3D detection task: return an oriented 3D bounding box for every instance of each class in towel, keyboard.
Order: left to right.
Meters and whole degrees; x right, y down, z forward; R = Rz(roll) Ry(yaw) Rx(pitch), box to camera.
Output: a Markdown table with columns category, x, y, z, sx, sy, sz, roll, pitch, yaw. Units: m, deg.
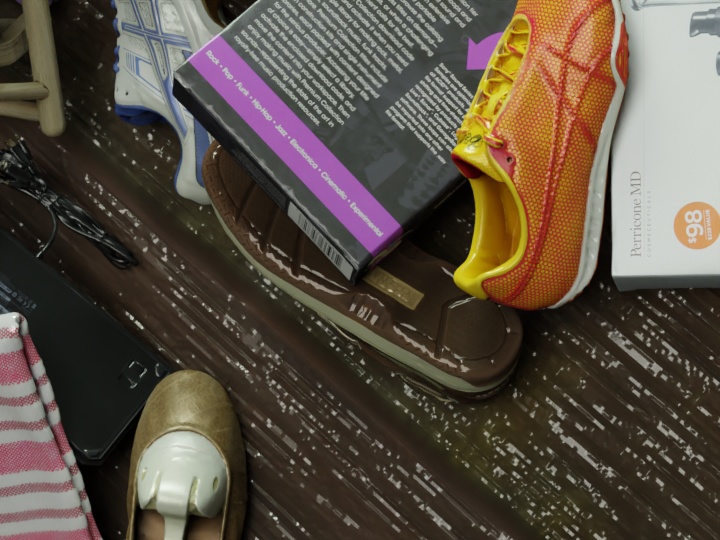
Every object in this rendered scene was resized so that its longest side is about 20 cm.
| category | x | y | z | sx | sy | sz | roll | pitch | yaw |
| --- | --- | --- | --- | --- | --- | --- | --- | --- | --- |
| towel | -0.221 | 0.126 | 1.577 | 0.146 | 0.030 | 0.201 | -12 | 106 | 19 |
| keyboard | -0.188 | 0.005 | 1.596 | 0.200 | 0.021 | 0.127 | 40 | 66 | -1 |

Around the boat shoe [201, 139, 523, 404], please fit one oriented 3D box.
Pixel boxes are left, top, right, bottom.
| category | x | y | z | sx | sy | sz | roll | pitch | yaw |
| --- | --- | --- | --- | --- | --- | --- | --- | --- | --- |
| boat shoe | -0.004 | 0.004 | 1.531 | 0.202 | 0.075 | 0.075 | 41 | 73 | 15 |

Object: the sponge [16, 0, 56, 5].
| category | x | y | z | sx | sy | sz | roll | pitch | yaw |
| --- | --- | --- | --- | --- | --- | --- | --- | --- | --- |
| sponge | -0.249 | -0.237 | 1.663 | 0.199 | 0.030 | 0.112 | 27 | 129 | 23 |

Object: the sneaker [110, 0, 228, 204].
| category | x | y | z | sx | sy | sz | roll | pitch | yaw |
| --- | --- | --- | --- | --- | --- | --- | --- | --- | --- |
| sneaker | -0.113 | -0.128 | 1.600 | 0.088 | 0.075 | 0.200 | -37 | 69 | 12 |

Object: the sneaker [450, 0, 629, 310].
| category | x | y | z | sx | sy | sz | roll | pitch | yaw |
| --- | --- | --- | --- | --- | --- | --- | --- | --- | --- |
| sneaker | 0.087 | -0.081 | 1.453 | 0.073 | 0.077 | 0.201 | 3 | 88 | 65 |

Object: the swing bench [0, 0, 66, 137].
| category | x | y | z | sx | sy | sz | roll | pitch | yaw |
| --- | --- | --- | --- | --- | --- | --- | --- | --- | --- |
| swing bench | -0.270 | -0.182 | 1.597 | 0.198 | 0.129 | 0.201 | 10 | 100 | 33 |

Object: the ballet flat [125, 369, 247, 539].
| category | x | y | z | sx | sy | sz | roll | pitch | yaw |
| --- | --- | --- | --- | --- | --- | --- | --- | --- | --- |
| ballet flat | -0.101 | 0.151 | 1.546 | 0.067 | 0.072 | 0.201 | 9 | 83 | 6 |

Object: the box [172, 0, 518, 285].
| category | x | y | z | sx | sy | sz | roll | pitch | yaw |
| --- | --- | --- | --- | --- | --- | --- | --- | --- | --- |
| box | 0.021 | -0.110 | 1.512 | 0.200 | 0.036 | 0.143 | -41 | 81 | -15 |

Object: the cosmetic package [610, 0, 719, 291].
| category | x | y | z | sx | sy | sz | roll | pitch | yaw |
| --- | --- | --- | --- | --- | --- | --- | --- | --- | --- |
| cosmetic package | 0.203 | -0.092 | 1.471 | 0.150 | 0.052 | 0.201 | -2 | 80 | 11 |
